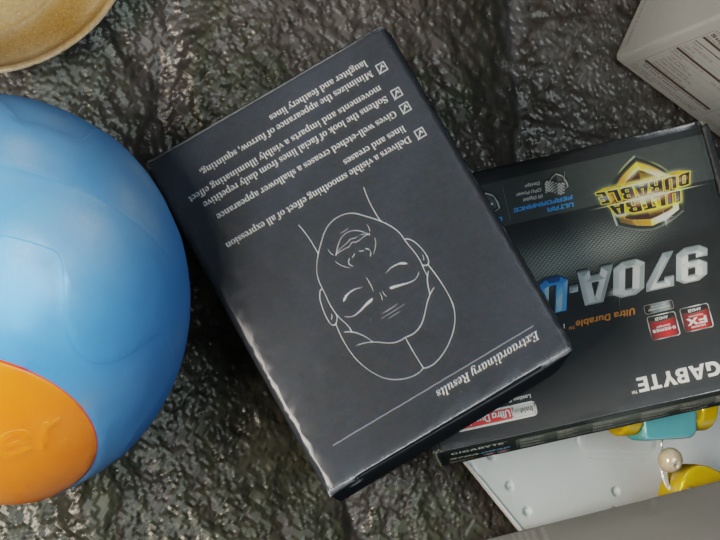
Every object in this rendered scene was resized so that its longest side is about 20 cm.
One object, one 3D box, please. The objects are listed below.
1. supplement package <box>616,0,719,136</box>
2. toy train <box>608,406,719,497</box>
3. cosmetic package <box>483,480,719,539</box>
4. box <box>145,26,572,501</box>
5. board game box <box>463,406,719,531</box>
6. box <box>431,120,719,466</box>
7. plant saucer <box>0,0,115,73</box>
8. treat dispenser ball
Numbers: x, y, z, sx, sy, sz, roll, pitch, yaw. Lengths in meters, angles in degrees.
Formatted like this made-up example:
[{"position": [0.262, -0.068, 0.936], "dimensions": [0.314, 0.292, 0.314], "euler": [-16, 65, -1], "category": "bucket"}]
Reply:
[{"position": [0.295, -0.176, 1.135], "dimensions": [0.150, 0.200, 0.153], "euler": [32, 71, -18], "category": "supplement package"}, {"position": [0.223, 0.097, 1.122], "dimensions": [0.150, 0.055, 0.201], "euler": [-44, 106, -24], "category": "toy train"}, {"position": [0.153, 0.189, 1.028], "dimensions": [0.198, 0.107, 0.091], "euler": [-11, 103, 2], "category": "cosmetic package"}, {"position": [0.000, 0.000, 0.976], "dimensions": [0.148, 0.107, 0.201], "euler": [-29, 81, -3], "category": "box"}, {"position": [0.154, 0.088, 1.132], "dimensions": [0.200, 0.026, 0.200], "euler": [-44, 103, -23], "category": "board game box"}, {"position": [0.122, 0.013, 1.050], "dimensions": [0.198, 0.046, 0.160], "euler": [-12, 74, 3], "category": "box"}, {"position": [-0.219, -0.203, 0.985], "dimensions": [0.198, 0.035, 0.202], "euler": [3, 83, -25], "category": "plant saucer"}, {"position": [-0.182, 0.015, 0.885], "dimensions": [0.199, 0.201, 0.203], "euler": [3, 82, -25], "category": "treat dispenser ball"}]
